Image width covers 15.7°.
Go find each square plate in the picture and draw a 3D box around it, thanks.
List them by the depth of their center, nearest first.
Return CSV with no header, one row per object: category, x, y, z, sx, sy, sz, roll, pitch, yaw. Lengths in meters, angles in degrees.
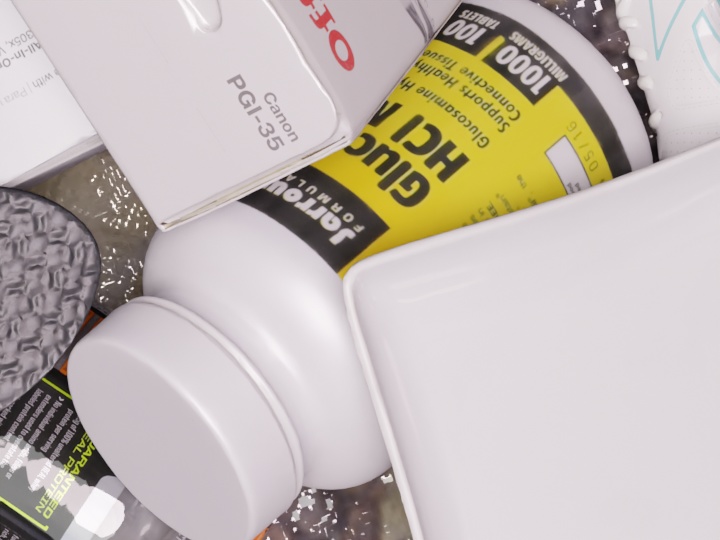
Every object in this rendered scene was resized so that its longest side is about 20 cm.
square plate,0.091,0.068,0.855,0.199,0.028,0.200,-19,99,-32

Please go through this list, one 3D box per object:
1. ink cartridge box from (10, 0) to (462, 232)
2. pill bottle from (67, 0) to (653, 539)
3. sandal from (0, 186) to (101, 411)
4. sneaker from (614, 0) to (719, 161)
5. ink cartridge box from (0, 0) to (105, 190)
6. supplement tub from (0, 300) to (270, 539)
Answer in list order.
ink cartridge box,-0.039,-0.127,0.855,0.082,0.200,0.147,-24,106,30
pill bottle,0.000,0.000,0.882,0.200,0.112,0.113,-41,93,-30
sandal,-0.172,0.041,0.848,0.200,0.048,0.075,-39,98,0
sneaker,0.125,-0.084,0.939,0.080,0.070,0.202,12,90,10
ink cartridge box,-0.142,-0.126,0.904,0.084,0.146,0.201,-27,93,7
supplement tub,-0.131,0.060,0.934,0.199,0.123,0.123,34,97,0
